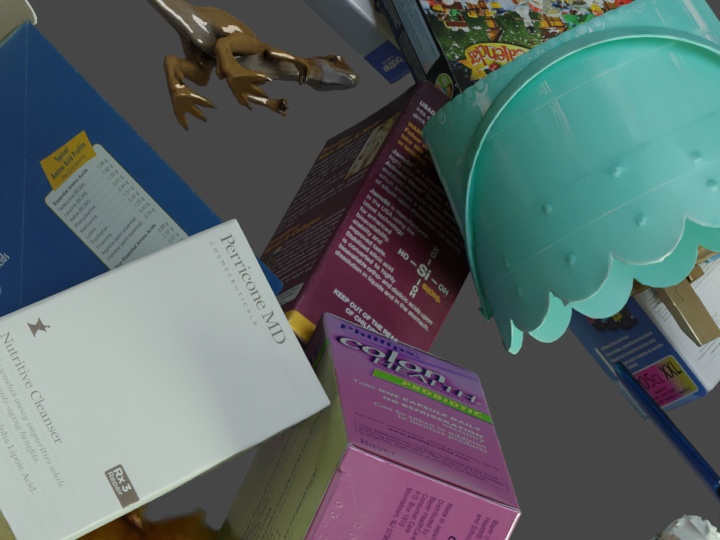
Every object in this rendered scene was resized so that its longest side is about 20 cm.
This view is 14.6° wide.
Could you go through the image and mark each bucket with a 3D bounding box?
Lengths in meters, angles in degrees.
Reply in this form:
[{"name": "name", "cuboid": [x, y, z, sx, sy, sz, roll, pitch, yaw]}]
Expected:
[{"name": "bucket", "cuboid": [0.141, -0.058, 1.561, 0.207, 0.207, 0.135, -22, 81, -38]}]

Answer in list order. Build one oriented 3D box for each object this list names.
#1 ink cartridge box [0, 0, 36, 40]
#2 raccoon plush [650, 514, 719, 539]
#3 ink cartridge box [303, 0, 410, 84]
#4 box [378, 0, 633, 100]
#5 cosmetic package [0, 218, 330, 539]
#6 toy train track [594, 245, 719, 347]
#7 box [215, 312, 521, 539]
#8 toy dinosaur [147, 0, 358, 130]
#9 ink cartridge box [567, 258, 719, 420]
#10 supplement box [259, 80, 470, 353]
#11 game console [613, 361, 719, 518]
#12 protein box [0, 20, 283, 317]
[{"name": "ink cartridge box", "cuboid": [-0.275, -0.182, 1.516, 0.067, 0.117, 0.200, -39, 94, -37]}, {"name": "raccoon plush", "cuboid": [0.224, 0.199, 1.659, 0.134, 0.200, 0.097, -26, 68, -30]}, {"name": "ink cartridge box", "cuboid": [0.007, -0.204, 1.764, 0.200, 0.042, 0.119, 42, 55, -9]}, {"name": "box", "cuboid": [0.112, -0.156, 1.740, 0.200, 0.038, 0.137, -5, 58, -32]}, {"name": "cosmetic package", "cuboid": [-0.127, 0.064, 1.368, 0.200, 0.081, 0.113, -28, 88, -38]}, {"name": "toy train track", "cuboid": [0.200, -0.011, 1.728, 0.200, 0.033, 0.115, -23, 77, -43]}, {"name": "box", "cuboid": [-0.006, 0.145, 1.456, 0.097, 0.200, 0.176, 22, 105, -12]}, {"name": "toy dinosaur", "cuboid": [-0.094, -0.140, 1.672, 0.200, 0.060, 0.106, 32, 32, -26]}, {"name": "ink cartridge box", "cuboid": [0.173, -0.027, 1.779, 0.200, 0.076, 0.136, 52, 52, -7]}, {"name": "supplement box", "cuboid": [0.000, 0.000, 1.630, 0.086, 0.110, 0.200, 40, 54, -15]}, {"name": "game console", "cuboid": [0.259, 0.119, 1.666, 0.200, 0.171, 0.118, 45, 37, -63]}, {"name": "protein box", "cuboid": [-0.191, 0.018, 1.480, 0.200, 0.135, 0.199, 46, 53, -10]}]
